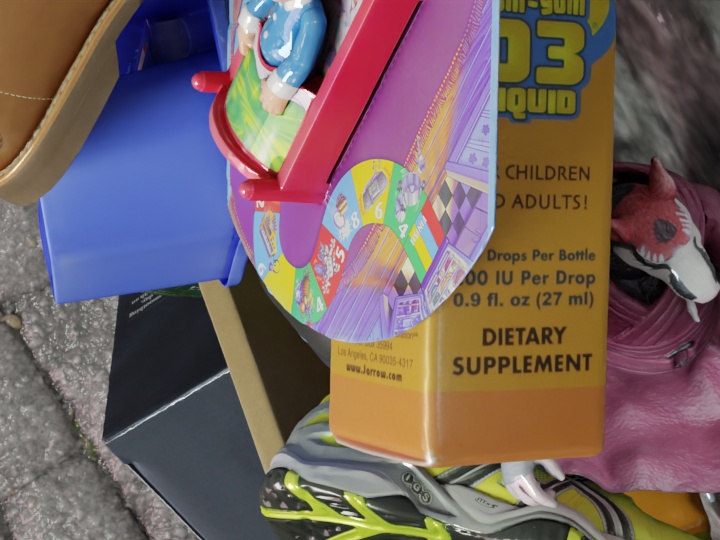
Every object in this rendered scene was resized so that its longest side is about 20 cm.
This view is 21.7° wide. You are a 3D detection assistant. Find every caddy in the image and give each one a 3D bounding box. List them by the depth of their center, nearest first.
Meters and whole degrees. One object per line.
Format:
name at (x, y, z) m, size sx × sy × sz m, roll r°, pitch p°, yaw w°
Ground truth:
caddy at (-0.081, -0.066, 0.727) m, size 0.200 × 0.104 × 0.142 m, roll 122°, pitch 136°, yaw -75°

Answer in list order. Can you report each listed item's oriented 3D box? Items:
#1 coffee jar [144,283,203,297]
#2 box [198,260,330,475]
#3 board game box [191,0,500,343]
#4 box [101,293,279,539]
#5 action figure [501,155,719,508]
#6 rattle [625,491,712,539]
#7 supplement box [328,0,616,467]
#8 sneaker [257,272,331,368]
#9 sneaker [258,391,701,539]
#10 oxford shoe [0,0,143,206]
coffee jar at (-0.044, -0.046, 0.893) m, size 0.200 × 0.104 × 0.086 m, roll -18°, pitch 72°, yaw 51°
box at (0.014, 0.087, 0.864) m, size 0.163 × 0.021 × 0.201 m, roll 14°, pitch -135°, yaw -45°
board game box at (-0.019, -0.079, 0.548) m, size 0.158 × 0.039 × 0.201 m, roll 4°, pitch 93°, yaw 59°
box at (-0.047, 0.079, 1.137) m, size 0.197 × 0.117 × 0.200 m, roll 50°, pitch -161°, yaw -29°
action figure at (0.105, 0.007, 0.660) m, size 0.200 × 0.133 × 0.149 m, roll 73°, pitch -174°, yaw -59°
rattle at (0.163, 0.171, 0.877) m, size 0.200 × 0.130 × 0.143 m, roll 35°, pitch -167°, yaw -35°
supplement box at (0.033, -0.045, 0.565) m, size 0.069 × 0.066 × 0.201 m, roll 3°, pitch 93°, yaw 63°
sneaker at (0.000, 0.000, 0.724) m, size 0.078 × 0.070 × 0.200 m, roll 58°, pitch 178°, yaw -1°
sneaker at (0.063, 0.092, 0.752) m, size 0.199 × 0.077 × 0.076 m, roll 18°, pitch 141°, yaw 8°
oxford shoe at (-0.094, -0.122, 0.588) m, size 0.071 × 0.201 × 0.071 m, roll 23°, pitch -177°, yaw -38°
